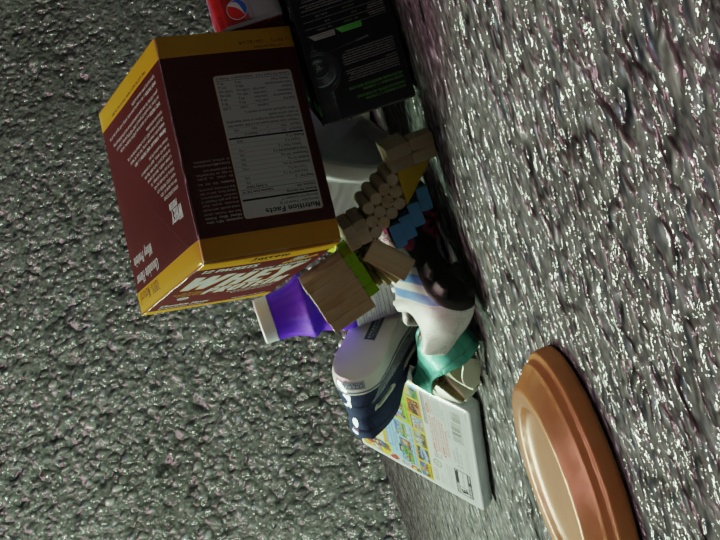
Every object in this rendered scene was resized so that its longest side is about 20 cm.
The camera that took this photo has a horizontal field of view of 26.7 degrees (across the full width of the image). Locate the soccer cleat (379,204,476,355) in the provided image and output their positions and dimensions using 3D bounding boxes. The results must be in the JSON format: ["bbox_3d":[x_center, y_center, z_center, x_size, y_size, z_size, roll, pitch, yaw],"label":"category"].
[{"bbox_3d":[0.048,-0.002,1.448,0.201,0.069,0.087,-115,38,-47],"label":"soccer cleat"}]

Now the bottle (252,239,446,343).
[{"bbox_3d":[-0.009,0.019,1.527,0.084,0.198,0.066,76,173,-58],"label":"bottle"}]

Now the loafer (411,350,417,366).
[{"bbox_3d":[0.062,0.083,1.711,0.070,0.067,0.203,-89,-13,-74],"label":"loafer"}]

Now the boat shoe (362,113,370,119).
[{"bbox_3d":[-0.002,-0.127,1.721,0.072,0.060,0.203,81,170,-60],"label":"boat shoe"}]

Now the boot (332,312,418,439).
[{"bbox_3d":[0.028,0.078,1.586,0.201,0.072,0.091,-56,-34,-40],"label":"boot"}]

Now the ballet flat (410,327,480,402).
[{"bbox_3d":[0.089,0.100,1.535,0.071,0.067,0.200,50,171,15],"label":"ballet flat"}]

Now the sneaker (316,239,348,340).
[{"bbox_3d":[0.000,0.000,1.669,0.075,0.076,0.202,-42,59,50],"label":"sneaker"}]

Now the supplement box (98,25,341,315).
[{"bbox_3d":[-0.134,-0.086,1.380,0.197,0.131,0.203,-32,70,62],"label":"supplement box"}]

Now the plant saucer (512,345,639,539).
[{"bbox_3d":[0.157,0.158,1.132,0.200,0.037,0.203,161,91,-85],"label":"plant saucer"}]

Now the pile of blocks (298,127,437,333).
[{"bbox_3d":[0.016,-0.041,1.399,0.081,0.201,0.062,30,-171,-18],"label":"pile of blocks"}]

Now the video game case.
[{"bbox_3d":[0.065,0.173,1.719,0.181,0.023,0.201,26,149,28],"label":"video game case"}]

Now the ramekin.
[{"bbox_3d":[-0.064,-0.110,1.580,0.203,0.200,0.095,-117,41,-60],"label":"ramekin"}]

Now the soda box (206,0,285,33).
[{"bbox_3d":[-0.107,-0.229,1.438,0.200,0.063,0.071,91,160,-78],"label":"soda box"}]

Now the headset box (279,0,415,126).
[{"bbox_3d":[-0.028,-0.242,1.409,0.174,0.092,0.202,-121,13,-71],"label":"headset box"}]
